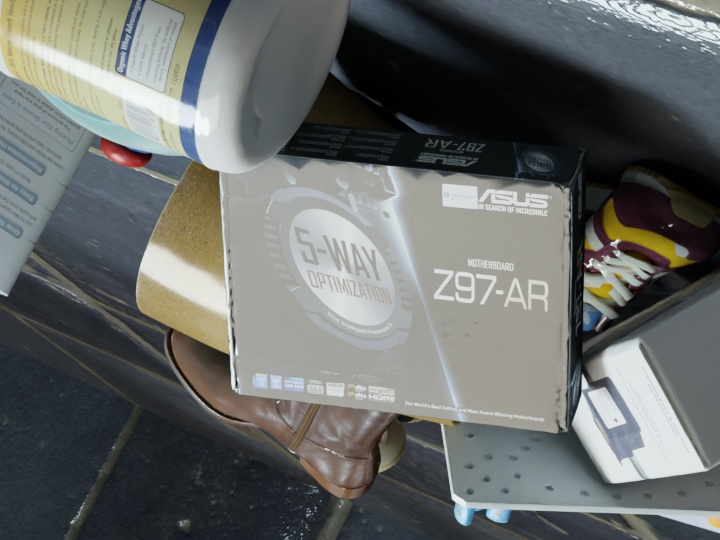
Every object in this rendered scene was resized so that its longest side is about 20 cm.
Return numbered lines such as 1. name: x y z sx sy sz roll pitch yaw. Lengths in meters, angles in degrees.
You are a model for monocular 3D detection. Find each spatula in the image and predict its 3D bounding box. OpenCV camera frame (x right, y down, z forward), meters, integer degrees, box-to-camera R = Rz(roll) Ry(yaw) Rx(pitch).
1. spatula: 0.008 -0.088 1.824 0.056 0.021 0.200 34 171 1

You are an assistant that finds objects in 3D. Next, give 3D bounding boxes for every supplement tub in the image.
1. supplement tub: -0.120 -0.151 1.497 0.199 0.145 0.144 25 169 16

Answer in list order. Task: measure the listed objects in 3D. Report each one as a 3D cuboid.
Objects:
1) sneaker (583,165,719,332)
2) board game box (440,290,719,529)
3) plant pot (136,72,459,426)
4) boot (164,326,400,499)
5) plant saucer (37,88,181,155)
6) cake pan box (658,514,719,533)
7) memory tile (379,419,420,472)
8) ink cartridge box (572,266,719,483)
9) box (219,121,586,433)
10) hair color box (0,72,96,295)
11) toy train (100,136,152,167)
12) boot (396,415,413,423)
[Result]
1. sneaker: 0.153 -0.004 1.662 0.075 0.090 0.200 30 170 -11
2. board game box: 0.143 0.084 1.738 0.199 0.200 0.026 3 130 -8
3. plant pot: 0.000 0.000 1.684 0.200 0.187 0.186 33 171 12
4. boot: -0.047 0.055 1.845 0.186 0.064 0.200 35 157 9
5. plant saucer: -0.156 -0.143 1.662 0.201 0.039 0.201 24 138 24
6. cake pan box: 0.307 0.132 1.804 0.199 0.053 0.184 -8 -166 -34
7. memory tile: 0.009 0.052 2.041 0.153 0.200 0.017 23 150 30
8. ink cartridge box: 0.205 0.049 1.591 0.085 0.144 0.200 62 167 0
9. box: 0.025 0.002 1.561 0.199 0.044 0.161 7 121 13
10. hair color box: -0.245 -0.095 1.941 0.099 0.200 0.061 35 167 -36
11. toy train: -0.120 -0.133 1.835 0.115 0.085 0.200 14 -156 -25
12. boot: 0.031 0.018 1.902 0.079 0.158 0.211 26 170 9
